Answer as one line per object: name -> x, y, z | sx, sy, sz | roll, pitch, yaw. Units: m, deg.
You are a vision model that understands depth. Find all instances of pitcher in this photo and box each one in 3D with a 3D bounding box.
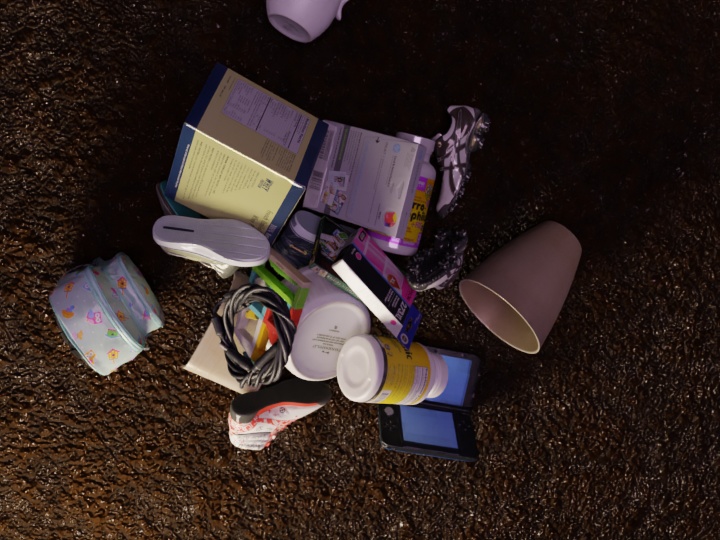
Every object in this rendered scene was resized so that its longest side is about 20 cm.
pitcher -> -0.058, -0.477, 1.079 | 0.169, 0.120, 0.205 | 26, 84, -28

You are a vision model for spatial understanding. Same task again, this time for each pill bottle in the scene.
pill bottle -> 0.075, -0.136, 1.161 | 0.101, 0.104, 0.206 | 11, 99, -11
pill bottle -> 0.063, 0.177, 1.146 | 0.197, 0.110, 0.114 | 14, 99, -42

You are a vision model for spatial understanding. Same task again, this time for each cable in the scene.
cable -> -0.176, 0.108, 1.061 | 0.050, 0.197, 0.168 | -2, 81, -47

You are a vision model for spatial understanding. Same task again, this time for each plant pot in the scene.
plant pot -> 0.314, 0.013, 1.203 | 0.200, 0.187, 0.188 | -46, 104, -13

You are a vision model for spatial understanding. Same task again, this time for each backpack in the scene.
backpack -> -0.414, 0.068, 1.071 | 0.151, 0.200, 0.179 | -29, 103, -3

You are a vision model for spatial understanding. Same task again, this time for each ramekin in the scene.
ramekin -> -0.070, 0.099, 1.149 | 0.197, 0.094, 0.207 | -14, 123, -23

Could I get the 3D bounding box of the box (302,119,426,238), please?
box -> 0.004, -0.159, 1.119 | 0.196, 0.041, 0.160 | 19, 100, 30

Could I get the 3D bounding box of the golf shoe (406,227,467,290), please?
golf shoe -> 0.140, 0.003, 1.157 | 0.076, 0.199, 0.097 | 16, 122, 26

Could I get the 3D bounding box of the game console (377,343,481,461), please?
game console -> 0.138, 0.247, 1.241 | 0.194, 0.173, 0.120 | 11, 126, -11

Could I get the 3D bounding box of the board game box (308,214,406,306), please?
board game box -> 0.000, 0.000, 1.125 | 0.198, 0.107, 0.023 | 35, 135, -27

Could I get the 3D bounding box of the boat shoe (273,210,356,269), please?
boat shoe -> -0.059, -0.035, 1.184 | 0.197, 0.072, 0.091 | 24, 130, -29

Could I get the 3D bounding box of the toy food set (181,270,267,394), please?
toy food set -> -0.217, 0.121, 1.193 | 0.141, 0.060, 0.203 | 29, 96, -25

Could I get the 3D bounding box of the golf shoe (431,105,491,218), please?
golf shoe -> 0.164, -0.200, 1.189 | 0.092, 0.078, 0.205 | 21, 95, 5

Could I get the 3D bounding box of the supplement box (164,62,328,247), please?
supplement box -> -0.185, -0.176, 1.046 | 0.196, 0.200, 0.137 | 26, 57, -12

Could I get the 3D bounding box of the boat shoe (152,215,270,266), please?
boat shoe -> -0.241, -0.046, 1.072 | 0.194, 0.062, 0.074 | 13, 67, 2

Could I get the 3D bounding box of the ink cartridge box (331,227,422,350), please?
ink cartridge box -> 0.040, 0.031, 1.106 | 0.037, 0.095, 0.201 | -28, 110, 38

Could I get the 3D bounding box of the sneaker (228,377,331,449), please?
sneaker -> -0.153, 0.272, 1.226 | 0.196, 0.068, 0.110 | -8, 131, -27

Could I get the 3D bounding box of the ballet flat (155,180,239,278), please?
ballet flat -> -0.292, -0.065, 1.135 | 0.200, 0.068, 0.064 | 45, 116, -7

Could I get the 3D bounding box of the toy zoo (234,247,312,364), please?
toy zoo -> -0.155, 0.077, 1.089 | 0.020, 0.130, 0.205 | -1, 119, -46
